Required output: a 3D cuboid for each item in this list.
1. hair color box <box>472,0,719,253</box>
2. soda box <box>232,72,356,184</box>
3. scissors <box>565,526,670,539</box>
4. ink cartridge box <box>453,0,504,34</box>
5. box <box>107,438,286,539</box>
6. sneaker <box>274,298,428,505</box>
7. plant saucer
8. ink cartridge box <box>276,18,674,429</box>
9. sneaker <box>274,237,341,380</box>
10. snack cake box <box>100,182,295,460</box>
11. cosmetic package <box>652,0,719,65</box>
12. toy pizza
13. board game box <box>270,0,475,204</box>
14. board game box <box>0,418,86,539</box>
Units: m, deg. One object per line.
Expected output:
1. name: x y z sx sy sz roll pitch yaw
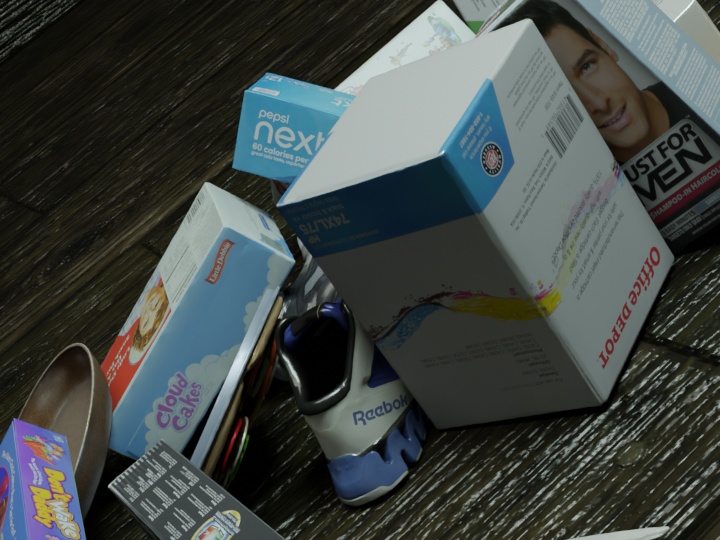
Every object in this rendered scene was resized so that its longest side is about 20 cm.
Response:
1. hair color box: 0.175 -0.114 1.058 0.099 0.200 0.061 -40 12 47
2. soda box: 0.004 -0.094 1.273 0.198 0.068 0.064 16 23 8
3. scissors: 0.083 0.162 0.918 0.199 0.014 0.073 -28 22 20
4. ink cartridge box: 0.178 -0.290 1.484 0.199 0.145 0.084 -30 22 11
5. box: -0.047 0.185 0.864 0.044 0.161 0.200 -41 25 -14
6. sneaker: 0.008 0.051 1.105 0.080 0.116 0.200 -18 29 32
7. plant saucer: -0.240 0.156 1.254 0.200 0.032 0.202 -44 35 41
8. ink cartridge box: 0.079 -0.024 1.042 0.145 0.201 0.147 -14 30 42
9. sneaker: 0.000 0.000 1.270 0.113 0.076 0.201 -13 37 40
10. snack cake box: -0.136 0.044 1.275 0.201 0.067 0.115 -59 22 11
11. cosmetic package: 0.176 -0.105 1.186 0.200 0.085 0.108 -47 22 -4
12. toy pizza: -0.090 0.107 1.133 0.200 0.031 0.202 -156 90 -88
13. board game box: 0.013 -0.126 1.406 0.200 0.064 0.148 -43 -11 -11
14. board game box: -0.242 0.214 1.120 0.135 0.044 0.200 -61 25 15
